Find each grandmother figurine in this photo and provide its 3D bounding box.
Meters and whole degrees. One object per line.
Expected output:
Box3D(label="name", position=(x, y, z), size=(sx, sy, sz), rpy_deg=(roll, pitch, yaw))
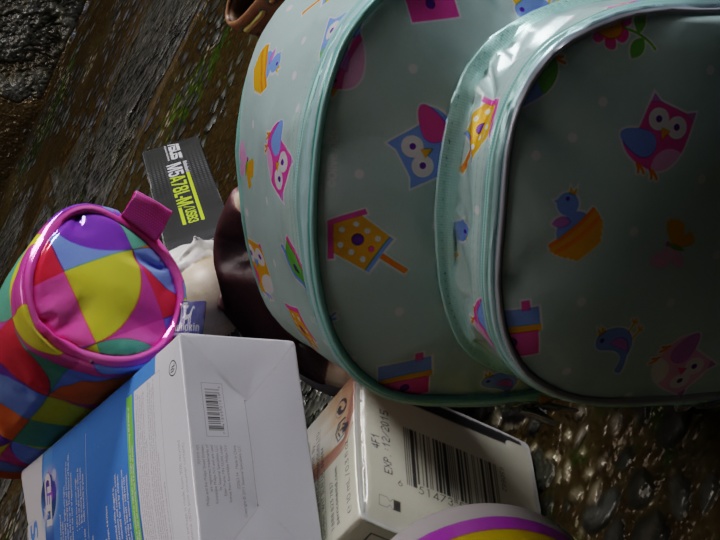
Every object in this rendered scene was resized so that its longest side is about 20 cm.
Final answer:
Box3D(label="grandmother figurine", position=(-0.029, 0.010, 0.698), size=(0.199, 0.122, 0.060), rpy_deg=(-3, 20, 42))

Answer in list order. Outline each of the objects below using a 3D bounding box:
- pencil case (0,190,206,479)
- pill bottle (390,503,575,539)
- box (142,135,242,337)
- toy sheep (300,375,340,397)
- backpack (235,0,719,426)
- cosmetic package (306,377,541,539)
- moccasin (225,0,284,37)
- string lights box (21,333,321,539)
Box3D(label="pencil case", position=(-0.149, 0.039, 0.738), size=(0.200, 0.088, 0.089), rpy_deg=(-39, 34, 53))
Box3D(label="pill bottle", position=(0.062, 0.171, 0.506), size=(0.105, 0.104, 0.200), rpy_deg=(-61, 21, 14))
Box3D(label="box", position=(-0.084, 0.039, 0.924), size=(0.193, 0.047, 0.201), rpy_deg=(-125, 20, -66))
Box3D(label="toy sheep", position=(0.000, 0.000, 0.799), size=(0.138, 0.137, 0.201), rpy_deg=(-94, -1, -51))
Box3D(label="backpack", position=(0.060, -0.034, 0.539), size=(0.153, 0.199, 0.177), rpy_deg=(-133, 41, -66))
Box3D(label="cosmetic package", position=(-0.011, 0.153, 0.707), size=(0.200, 0.103, 0.087), rpy_deg=(-50, 27, 33))
Box3D(label="moccasin", position=(-0.036, -0.189, 0.770), size=(0.201, 0.077, 0.074), rpy_deg=(118, 149, -64))
Box3D(label="string lights box", position=(-0.095, 0.112, 0.690), size=(0.200, 0.059, 0.103), rpy_deg=(-37, 55, 51))
